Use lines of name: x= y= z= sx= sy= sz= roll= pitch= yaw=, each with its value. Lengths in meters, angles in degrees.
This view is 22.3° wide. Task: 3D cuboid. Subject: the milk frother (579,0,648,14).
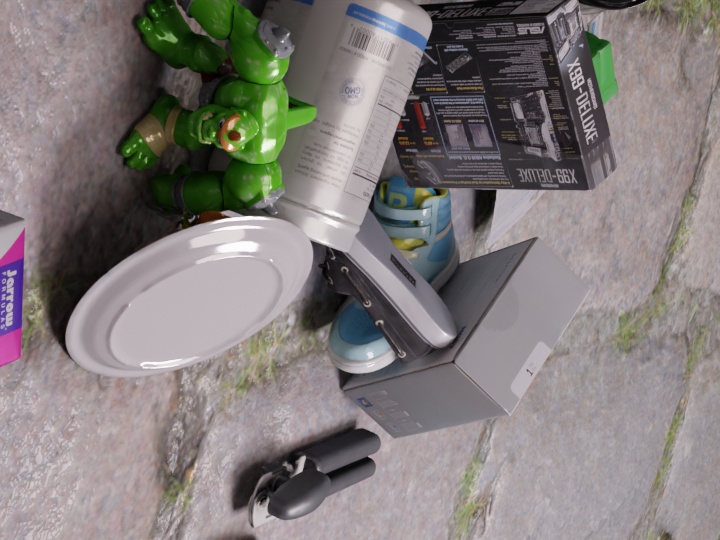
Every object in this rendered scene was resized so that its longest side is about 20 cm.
milk frother: x=0.180 y=-0.327 z=1.681 sx=0.188 sy=0.180 sz=0.200 roll=-111 pitch=-176 yaw=-84

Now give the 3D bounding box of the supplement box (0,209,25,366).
supplement box: x=-0.307 y=0.024 z=1.102 sx=0.200 sy=0.103 sz=0.101 roll=-27 pitch=129 yaw=-53

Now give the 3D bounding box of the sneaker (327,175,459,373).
sneaker: x=0.023 y=-0.010 z=1.658 sx=0.131 sy=0.079 sz=0.200 roll=84 pitch=29 yaw=-41

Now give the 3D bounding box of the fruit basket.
fruit basket: x=0.183 y=-0.145 z=1.855 sx=0.185 sy=0.094 sz=0.200 roll=-43 pitch=157 yaw=-38

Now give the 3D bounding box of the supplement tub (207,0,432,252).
supplement tub: x=-0.035 y=-0.128 z=1.432 sx=0.132 sy=0.132 sz=0.200 roll=19 pitch=92 yaw=-61

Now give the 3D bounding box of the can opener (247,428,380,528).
can opener: x=-0.033 y=0.197 z=1.697 sx=0.200 sy=0.067 sz=0.053 roll=-15 pitch=121 yaw=-55

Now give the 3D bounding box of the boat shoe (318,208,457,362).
boat shoe: x=0.000 y=0.000 z=1.582 sx=0.200 sy=0.066 sz=0.070 roll=48 pitch=23 yaw=-18

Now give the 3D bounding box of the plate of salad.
plate of salad: x=-0.131 y=0.015 z=1.382 sx=0.200 sy=0.048 sz=0.200 roll=-22 pitch=153 yaw=-12

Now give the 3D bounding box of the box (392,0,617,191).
box: x=0.107 y=-0.148 z=1.549 sx=0.050 sy=0.200 sz=0.158 roll=-40 pitch=121 yaw=-41

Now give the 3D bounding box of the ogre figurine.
ogre figurine: x=-0.103 y=-0.124 z=1.332 sx=0.098 sy=0.120 sz=0.200 roll=2 pitch=105 yaw=-59

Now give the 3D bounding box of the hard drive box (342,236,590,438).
hard drive box: x=0.095 y=0.066 z=1.697 sx=0.077 sy=0.200 sz=0.156 roll=44 pitch=62 yaw=-15
